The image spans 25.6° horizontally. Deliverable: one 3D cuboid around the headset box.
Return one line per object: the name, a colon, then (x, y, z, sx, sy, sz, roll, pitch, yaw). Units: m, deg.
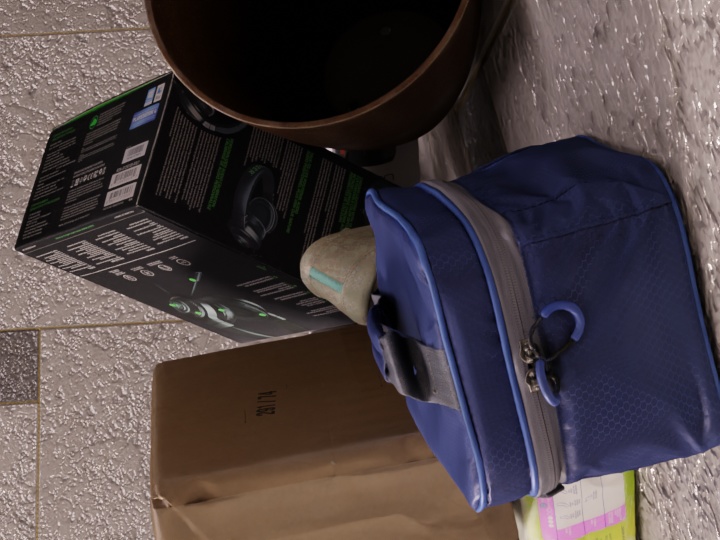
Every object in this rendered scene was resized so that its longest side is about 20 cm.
headset box: (-0.090, -0.030, 1.027, 0.174, 0.200, 0.093, -14, 57, 54)

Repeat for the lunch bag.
lunch bag: (0.069, 0.024, 0.717, 0.200, 0.132, 0.136, -126, 21, -79)

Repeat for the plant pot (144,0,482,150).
plant pot: (-0.004, -0.147, 0.941, 0.200, 0.187, 0.187, 37, -145, -71)

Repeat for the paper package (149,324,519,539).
paper package: (-0.022, 0.114, 0.908, 0.200, 0.190, 0.104, -118, 18, -73)

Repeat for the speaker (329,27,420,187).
speaker: (0.000, -0.146, 1.149, 0.081, 0.081, 0.200, -114, 19, -63)

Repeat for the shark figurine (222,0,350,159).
shark figurine: (-0.061, -0.162, 1.063, 0.214, 0.089, 0.128, 37, -109, -56)

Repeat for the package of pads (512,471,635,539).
package of pads: (0.108, 0.102, 0.924, 0.155, 0.068, 0.200, -109, 5, -49)

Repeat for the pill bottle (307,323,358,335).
pill bottle: (0.013, 0.079, 1.164, 0.200, 0.109, 0.109, -28, -74, -55)

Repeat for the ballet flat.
ballet flat: (0.031, -0.016, 0.944, 0.200, 0.062, 0.068, -15, -58, -61)
